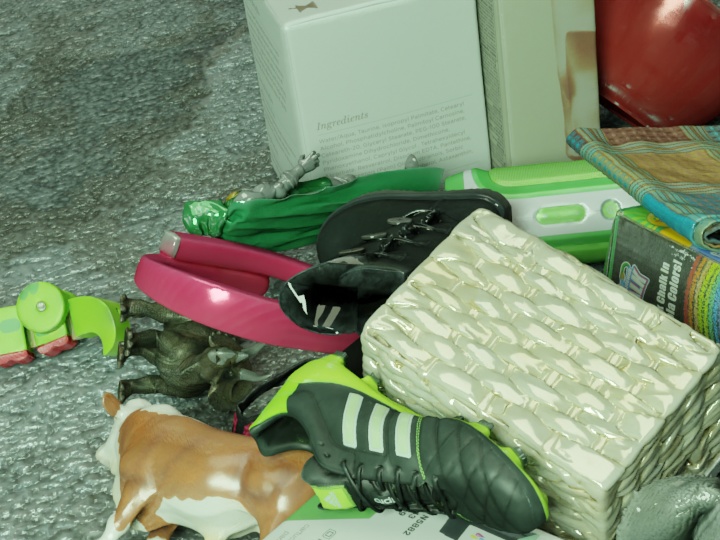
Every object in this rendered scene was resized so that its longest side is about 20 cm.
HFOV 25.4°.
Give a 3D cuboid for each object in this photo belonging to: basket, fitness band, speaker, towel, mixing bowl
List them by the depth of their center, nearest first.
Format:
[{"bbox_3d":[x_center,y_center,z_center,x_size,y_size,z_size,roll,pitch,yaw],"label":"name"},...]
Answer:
[{"bbox_3d":[0.106,0.075,0.952,0.199,0.124,0.136,31,64,30],"label":"basket"},{"bbox_3d":[0.239,-0.061,1.058,0.145,0.022,0.200,-3,24,-17],"label":"towel"},{"bbox_3d":[-0.068,0.017,1.150,0.199,0.038,0.143,9,14,-45],"label":"fitness band"},{"bbox_3d":[0.166,-0.045,1.233,0.197,0.089,0.089,-6,31,6],"label":"speaker"},{"bbox_3d":[0.248,-0.185,1.374,0.109,0.199,0.200,-56,38,6],"label":"mixing bowl"}]

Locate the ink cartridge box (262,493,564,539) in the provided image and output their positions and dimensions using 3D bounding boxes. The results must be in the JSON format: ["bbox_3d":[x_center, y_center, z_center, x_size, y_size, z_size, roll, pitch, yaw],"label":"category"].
[{"bbox_3d":[0.036,0.199,0.868,0.198,0.085,0.144,17,39,37],"label":"ink cartridge box"}]

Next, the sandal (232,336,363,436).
[{"bbox_3d":[-0.040,0.085,1.056,0.199,0.045,0.075,-40,31,-2],"label":"sandal"}]

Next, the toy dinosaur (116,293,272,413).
[{"bbox_3d":[-0.128,0.055,1.178,0.101,0.078,0.200,4,18,-12],"label":"toy dinosaur"}]

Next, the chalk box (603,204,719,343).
[{"bbox_3d":[0.238,0.025,1.040,0.123,0.126,0.200,-11,29,-32],"label":"chalk box"}]

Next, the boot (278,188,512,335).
[{"bbox_3d":[0.001,0.000,1.105,0.163,0.066,0.200,-13,14,30],"label":"boot"}]

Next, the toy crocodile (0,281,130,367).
[{"bbox_3d":[-0.275,0.050,1.223,0.197,0.063,0.068,-10,-8,2],"label":"toy crocodile"}]

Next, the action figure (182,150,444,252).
[{"bbox_3d":[-0.046,-0.051,1.236,0.198,0.118,0.055,-10,67,-30],"label":"action figure"}]

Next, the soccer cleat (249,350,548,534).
[{"bbox_3d":[0.019,0.110,0.889,0.081,0.068,0.199,-43,41,-23],"label":"soccer cleat"}]

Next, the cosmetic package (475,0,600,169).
[{"bbox_3d":[0.141,-0.163,1.319,0.086,0.202,0.104,-15,33,-12],"label":"cosmetic package"}]

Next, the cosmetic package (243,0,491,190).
[{"bbox_3d":[0.004,-0.162,1.353,0.164,0.202,0.168,-15,32,-10],"label":"cosmetic package"}]

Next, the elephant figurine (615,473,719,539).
[{"bbox_3d":[0.197,0.151,0.793,0.140,0.202,0.155,8,35,25],"label":"elephant figurine"}]

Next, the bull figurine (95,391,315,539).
[{"bbox_3d":[-0.104,0.141,0.989,0.198,0.065,0.123,4,61,32],"label":"bull figurine"}]
